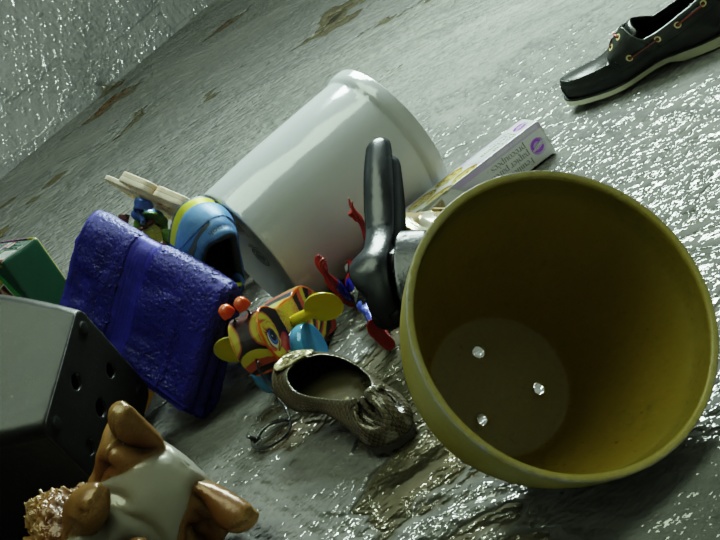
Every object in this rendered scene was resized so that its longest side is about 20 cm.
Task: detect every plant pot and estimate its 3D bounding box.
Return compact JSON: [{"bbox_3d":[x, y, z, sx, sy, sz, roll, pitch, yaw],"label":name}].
[{"bbox_3d":[0.108,0.056,1.034,0.200,0.200,0.142,-43,-7,-25],"label":"plant pot"},{"bbox_3d":[-0.312,0.137,1.485,0.177,0.200,0.200,-11,47,22],"label":"plant pot"}]

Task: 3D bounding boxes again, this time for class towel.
[{"bbox_3d":[-0.210,0.043,1.556,0.200,0.148,0.050,25,22,31],"label":"towel"}]

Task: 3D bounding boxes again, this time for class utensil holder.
[{"bbox_3d":[-0.037,-0.078,1.646,0.200,0.170,0.170,-42,19,-15],"label":"utensil holder"}]

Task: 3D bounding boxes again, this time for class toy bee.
[{"bbox_3d":[-0.076,0.056,1.453,0.131,0.109,0.200,-31,17,4],"label":"toy bee"}]

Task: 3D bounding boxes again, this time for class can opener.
[{"bbox_3d":[0.025,-0.033,1.412,0.079,0.063,0.200,-9,46,5],"label":"can opener"}]

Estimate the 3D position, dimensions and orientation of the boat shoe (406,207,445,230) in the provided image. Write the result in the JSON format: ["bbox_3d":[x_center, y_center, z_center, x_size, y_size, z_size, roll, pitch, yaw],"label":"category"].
[{"bbox_3d":[0.079,-0.022,1.458,0.069,0.074,0.200,-18,13,-16],"label":"boat shoe"}]

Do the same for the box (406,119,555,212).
[{"bbox_3d":[0.101,-0.077,1.595,0.200,0.039,0.041,-37,19,-9],"label":"box"}]

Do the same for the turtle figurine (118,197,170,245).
[{"bbox_3d":[-0.206,0.033,1.809,0.144,0.200,0.194,-6,45,4],"label":"turtle figurine"}]

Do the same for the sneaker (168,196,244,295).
[{"bbox_3d":[-0.150,0.027,1.590,0.066,0.200,0.078,-15,39,-28],"label":"sneaker"}]

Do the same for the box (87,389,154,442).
[{"bbox_3d":[-0.265,0.124,1.639,0.119,0.041,0.200,-8,43,35],"label":"box"}]

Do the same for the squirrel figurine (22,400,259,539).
[{"bbox_3d":[-0.204,0.220,1.268,0.187,0.142,0.200,-51,7,-16],"label":"squirrel figurine"}]

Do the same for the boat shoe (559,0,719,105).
[{"bbox_3d":[0.285,-0.230,1.633,0.201,0.063,0.074,-25,22,32],"label":"boat shoe"}]

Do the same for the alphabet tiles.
[{"bbox_3d":[-0.188,-0.060,1.821,0.195,0.200,0.015,23,82,28],"label":"alphabet tiles"}]

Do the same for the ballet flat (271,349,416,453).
[{"bbox_3d":[-0.020,0.094,1.303,0.067,0.046,0.200,-35,26,-15],"label":"ballet flat"}]

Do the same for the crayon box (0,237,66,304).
[{"bbox_3d":[-0.396,0.049,1.940,0.058,0.173,0.200,-39,17,-26],"label":"crayon box"}]

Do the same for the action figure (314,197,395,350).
[{"bbox_3d":[0.000,0.000,1.490,0.065,0.099,0.200,-34,15,-3],"label":"action figure"}]
